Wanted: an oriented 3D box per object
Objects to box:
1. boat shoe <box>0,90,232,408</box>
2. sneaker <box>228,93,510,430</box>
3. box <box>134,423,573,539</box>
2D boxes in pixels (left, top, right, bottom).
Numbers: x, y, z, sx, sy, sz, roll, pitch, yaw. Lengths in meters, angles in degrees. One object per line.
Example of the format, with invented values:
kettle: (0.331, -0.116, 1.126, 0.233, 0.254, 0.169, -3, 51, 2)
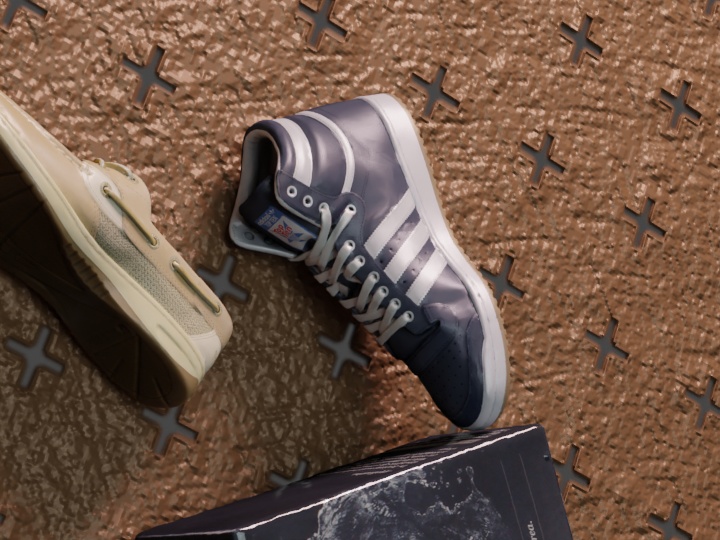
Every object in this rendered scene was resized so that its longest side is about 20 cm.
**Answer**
boat shoe: (-0.139, -0.022, 1.126, 0.200, 0.072, 0.065, 51, 51, -18)
sneaker: (0.000, 0.000, 1.191, 0.108, 0.070, 0.200, -8, 67, -35)
box: (0.014, 0.202, 1.157, 0.200, 0.117, 0.197, -16, 91, -32)
